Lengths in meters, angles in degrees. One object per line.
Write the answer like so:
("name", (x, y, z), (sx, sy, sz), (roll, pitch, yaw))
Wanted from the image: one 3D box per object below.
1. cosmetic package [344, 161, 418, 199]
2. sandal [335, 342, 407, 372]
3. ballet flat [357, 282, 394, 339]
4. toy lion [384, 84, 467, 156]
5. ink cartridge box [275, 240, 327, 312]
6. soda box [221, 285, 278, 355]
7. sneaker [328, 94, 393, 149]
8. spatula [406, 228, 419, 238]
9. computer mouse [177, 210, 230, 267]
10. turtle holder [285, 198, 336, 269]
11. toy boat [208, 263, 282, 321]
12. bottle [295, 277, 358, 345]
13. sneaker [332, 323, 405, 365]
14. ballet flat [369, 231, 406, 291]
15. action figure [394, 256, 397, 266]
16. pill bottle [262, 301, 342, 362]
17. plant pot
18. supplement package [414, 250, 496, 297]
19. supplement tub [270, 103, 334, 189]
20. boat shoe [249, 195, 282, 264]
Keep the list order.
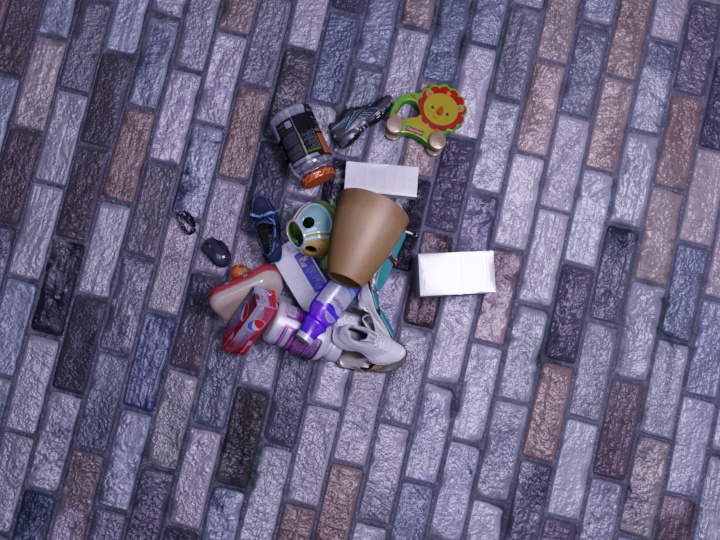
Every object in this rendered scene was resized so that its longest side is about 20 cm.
("cosmetic package", (0.056, -0.244, 1.521), (0.197, 0.051, 0.084), (5, 85, 1))
("sandal", (0.027, 0.232, 1.494), (0.197, 0.055, 0.083), (2, 87, 0))
("ballet flat", (0.028, 0.105, 1.474), (0.069, 0.070, 0.202), (-23, 110, -1))
("toy lion", (0.185, -0.427, 1.530), (0.198, 0.069, 0.194), (20, 80, 2))
("ink cartridge box", (-0.155, 0.014, 1.514), (0.099, 0.039, 0.201), (-30, 86, -1))
("soda box", (-0.287, 0.132, 1.439), (0.063, 0.070, 0.200), (14, 130, -34))
("sneaker", (0.002, -0.422, 1.519), (0.199, 0.075, 0.080), (-39, 85, -2))
("spatula", (0.067, -0.126, 1.529), (0.198, 0.021, 0.057), (19, 86, 1))
("computer mouse", (-0.429, -0.087, 1.523), (0.200, 0.034, 0.059), (44, 89, 3))
("turtle holder", (-0.114, -0.087, 1.452), (0.131, 0.140, 0.188), (-18, 94, -42))
("toy boat", (-0.309, 0.038, 1.486), (0.198, 0.131, 0.132), (-23, 58, 0))
("bottle", (-0.084, 0.094, 1.395), (0.201, 0.065, 0.084), (-53, 132, -19))
("sneaker", (0.028, 0.189, 1.425), (0.198, 0.087, 0.075), (18, 66, -17))
("ballet flat", (0.057, -0.034, 1.450), (0.063, 0.076, 0.201), (11, 60, 30))
("action figure", (0.000, 0.000, 1.500), (0.197, 0.065, 0.100), (-1, 78, 0))
("pill bottle", (-0.144, 0.167, 1.455), (0.198, 0.112, 0.113), (26, 87, -17))
("plant pot", (-0.001, -0.063, 1.350), (0.184, 0.187, 0.202), (21, 74, 1))
("supplement package", (0.248, 0.011, 1.477), (0.197, 0.110, 0.115), (-2, 87, 0))
("supplement tub", (-0.151, -0.329, 1.491), (0.121, 0.123, 0.202), (-24, 87, -1))
("boat shoe", (-0.247, -0.119, 1.488), (0.083, 0.069, 0.202), (-24, 70, 3))
